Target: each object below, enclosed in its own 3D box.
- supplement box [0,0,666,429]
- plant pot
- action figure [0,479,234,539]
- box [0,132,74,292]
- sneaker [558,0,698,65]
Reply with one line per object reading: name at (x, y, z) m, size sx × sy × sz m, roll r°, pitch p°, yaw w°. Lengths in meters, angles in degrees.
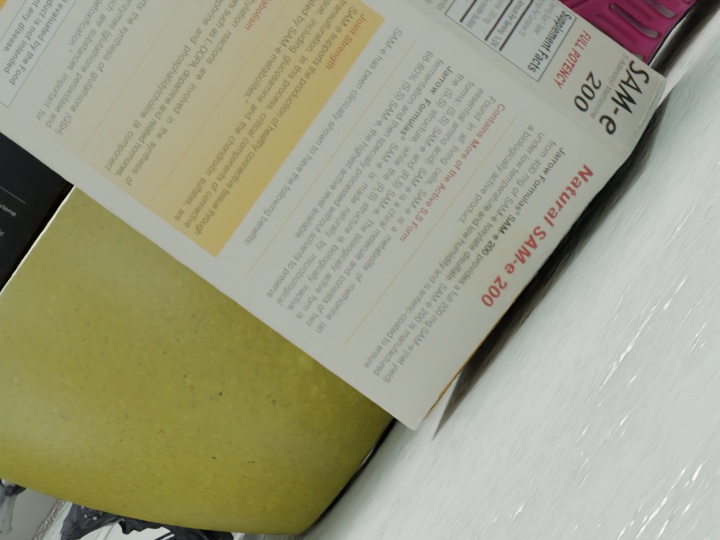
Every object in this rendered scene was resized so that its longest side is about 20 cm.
supplement box at (-0.020, -0.062, 0.959) m, size 0.126 × 0.200 × 0.074 m, roll -53°, pitch 2°, yaw 29°
plant pot at (-0.053, 0.018, 1.117) m, size 0.200 × 0.142 × 0.200 m, roll -55°, pitch 5°, yaw 6°
action figure at (-0.109, 0.099, 1.328) m, size 0.102 × 0.119 × 0.200 m, roll -52°, pitch -1°, yaw 6°
box at (-0.161, -0.052, 1.202) m, size 0.182 × 0.104 × 0.200 m, roll -54°, pitch 4°, yaw 34°
sneaker at (0.081, -0.101, 1.028) m, size 0.200 × 0.081 × 0.088 m, roll -43°, pitch 9°, yaw 31°
